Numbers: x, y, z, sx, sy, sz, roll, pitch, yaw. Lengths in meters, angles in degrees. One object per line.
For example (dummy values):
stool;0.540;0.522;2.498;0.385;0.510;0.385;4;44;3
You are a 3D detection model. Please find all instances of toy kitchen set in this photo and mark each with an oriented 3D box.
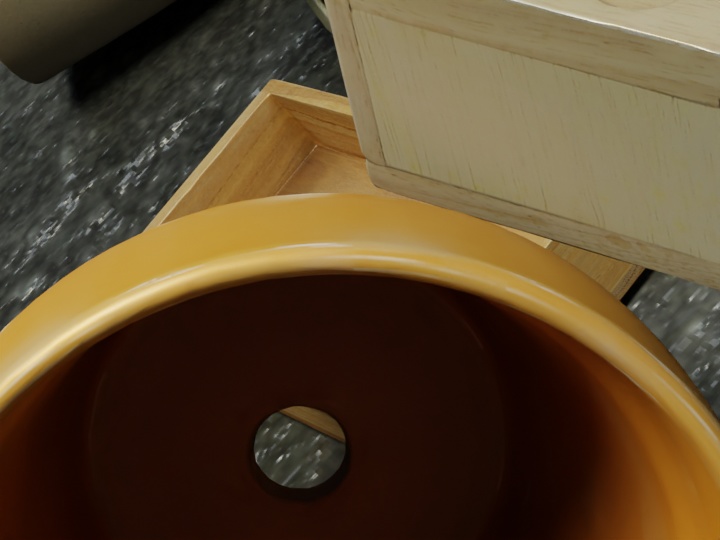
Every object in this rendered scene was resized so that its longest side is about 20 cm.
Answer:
toy kitchen set;0.112;-0.117;0.588;0.180;0.163;0.200;17;57;23

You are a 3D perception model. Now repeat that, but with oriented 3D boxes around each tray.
tray;0.000;0.000;0.874;0.099;0.037;0.200;-51;30;-12

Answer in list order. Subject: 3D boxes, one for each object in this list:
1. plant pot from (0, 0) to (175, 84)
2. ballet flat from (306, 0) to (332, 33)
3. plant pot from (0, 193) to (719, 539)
plant pot;-0.074;-0.198;1.093;0.199;0.188;0.188;-22;34;9
ballet flat;0.013;-0.105;0.963;0.067;0.062;0.200;-41;30;3
plant pot;-0.010;0.067;0.670;0.200;0.200;0.183;-39;14;8
